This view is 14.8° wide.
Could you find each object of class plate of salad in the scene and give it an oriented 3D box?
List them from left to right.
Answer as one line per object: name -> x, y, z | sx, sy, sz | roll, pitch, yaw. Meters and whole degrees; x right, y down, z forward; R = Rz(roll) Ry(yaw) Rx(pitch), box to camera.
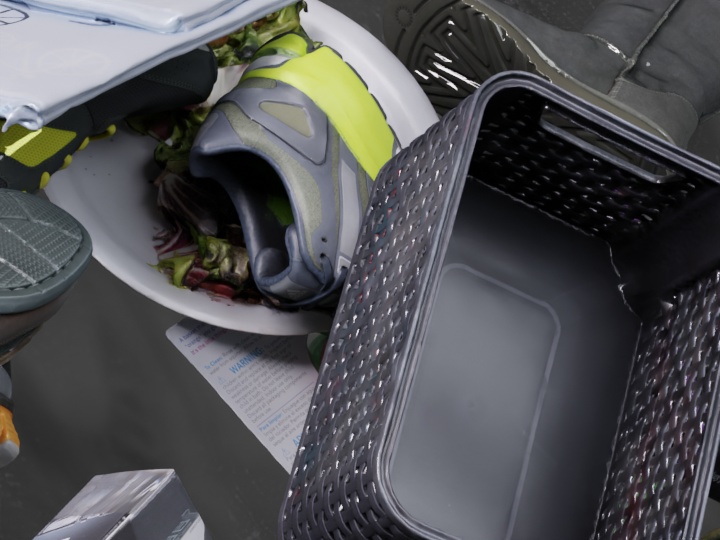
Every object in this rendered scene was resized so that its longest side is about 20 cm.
plate of salad -> -0.049, -0.061, 1.237 | 0.199, 0.048, 0.201 | 11, 53, -15

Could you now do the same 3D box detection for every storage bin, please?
storage bin -> 0.064, 0.041, 1.089 | 0.135, 0.094, 0.201 | 25, 61, -17

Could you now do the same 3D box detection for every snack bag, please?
snack bag -> -0.143, -0.115, 1.143 | 0.200, 0.188, 0.021 | -32, 130, -48

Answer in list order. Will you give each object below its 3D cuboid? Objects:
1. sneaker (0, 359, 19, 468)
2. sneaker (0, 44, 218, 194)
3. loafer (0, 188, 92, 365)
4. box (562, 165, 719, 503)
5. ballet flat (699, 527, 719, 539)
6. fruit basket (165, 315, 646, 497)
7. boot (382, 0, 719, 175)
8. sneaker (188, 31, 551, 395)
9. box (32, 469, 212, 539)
sneaker -> -0.219, 0.018, 1.078 | 0.200, 0.078, 0.077 | 28, 52, -37
sneaker -> -0.151, -0.054, 1.165 | 0.199, 0.074, 0.085 | -12, 85, -23
loafer -> -0.174, 0.022, 1.032 | 0.072, 0.063, 0.200 | 34, 28, 15
box -> 0.153, 0.037, 1.313 | 0.200, 0.036, 0.143 | 27, 41, -60
ballet flat -> 0.210, 0.216, 1.319 | 0.071, 0.071, 0.201 | -12, 77, -41
fruit basket -> 0.031, 0.064, 1.253 | 0.200, 0.094, 0.185 | 43, 46, 9
boot -> 0.123, -0.124, 1.415 | 0.182, 0.073, 0.200 | 37, 44, 1
sneaker -> 0.000, 0.000, 1.167 | 0.200, 0.074, 0.081 | 50, 54, 0
box -> -0.086, 0.202, 1.058 | 0.158, 0.050, 0.200 | -45, 118, -42
